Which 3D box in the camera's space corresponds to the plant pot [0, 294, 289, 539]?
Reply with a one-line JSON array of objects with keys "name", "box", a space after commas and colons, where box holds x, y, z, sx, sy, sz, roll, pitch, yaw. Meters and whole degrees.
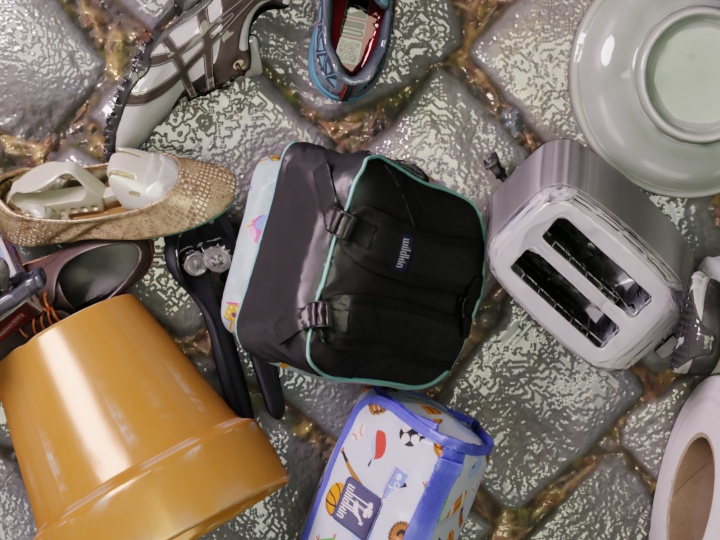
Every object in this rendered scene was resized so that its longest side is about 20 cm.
[{"name": "plant pot", "box": [-0.183, 0.127, 1.425, 0.199, 0.200, 0.184, -29, 83, -3]}]

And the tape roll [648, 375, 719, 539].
[{"name": "tape roll", "box": [0.323, 0.195, 1.472, 0.138, 0.203, 0.205, 12, 95, -8]}]

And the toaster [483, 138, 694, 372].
[{"name": "toaster", "box": [0.173, -0.015, 1.458, 0.200, 0.129, 0.114, 43, 110, -9]}]

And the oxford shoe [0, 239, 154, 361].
[{"name": "oxford shoe", "box": [-0.251, 0.025, 1.454, 0.199, 0.073, 0.071, -36, 99, -1]}]

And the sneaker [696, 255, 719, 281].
[{"name": "sneaker", "box": [0.377, 0.007, 1.525, 0.199, 0.075, 0.116, 25, 85, -4]}]

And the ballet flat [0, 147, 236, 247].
[{"name": "ballet flat", "box": [-0.194, -0.059, 1.422, 0.198, 0.071, 0.065, -10, 142, 15]}]

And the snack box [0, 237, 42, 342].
[{"name": "snack box", "box": [-0.339, 0.060, 1.439, 0.199, 0.024, 0.072, -36, 54, 7]}]

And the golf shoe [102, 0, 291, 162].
[{"name": "golf shoe", "box": [-0.127, -0.158, 1.447, 0.094, 0.078, 0.201, 31, 93, -9]}]

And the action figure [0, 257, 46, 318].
[{"name": "action figure", "box": [-0.346, 0.012, 1.382, 0.199, 0.193, 0.105, -34, 127, -8]}]

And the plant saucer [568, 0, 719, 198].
[{"name": "plant saucer", "box": [0.269, -0.158, 1.505, 0.198, 0.050, 0.202, -1, 96, -6]}]

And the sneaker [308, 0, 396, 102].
[{"name": "sneaker", "box": [0.007, -0.230, 1.444, 0.078, 0.096, 0.202, 3, 96, -7]}]

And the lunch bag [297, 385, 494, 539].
[{"name": "lunch bag", "box": [0.024, 0.183, 1.438, 0.123, 0.200, 0.171, 22, 94, -8]}]

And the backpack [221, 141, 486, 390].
[{"name": "backpack", "box": [0.000, 0.000, 1.431, 0.199, 0.153, 0.178, 13, 89, -44]}]

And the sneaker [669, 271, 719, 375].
[{"name": "sneaker", "box": [0.279, 0.042, 1.394, 0.079, 0.200, 0.074, 17, 100, 15]}]

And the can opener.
[{"name": "can opener", "box": [-0.102, 0.033, 1.476, 0.063, 0.079, 0.201, -21, 109, 2]}]
